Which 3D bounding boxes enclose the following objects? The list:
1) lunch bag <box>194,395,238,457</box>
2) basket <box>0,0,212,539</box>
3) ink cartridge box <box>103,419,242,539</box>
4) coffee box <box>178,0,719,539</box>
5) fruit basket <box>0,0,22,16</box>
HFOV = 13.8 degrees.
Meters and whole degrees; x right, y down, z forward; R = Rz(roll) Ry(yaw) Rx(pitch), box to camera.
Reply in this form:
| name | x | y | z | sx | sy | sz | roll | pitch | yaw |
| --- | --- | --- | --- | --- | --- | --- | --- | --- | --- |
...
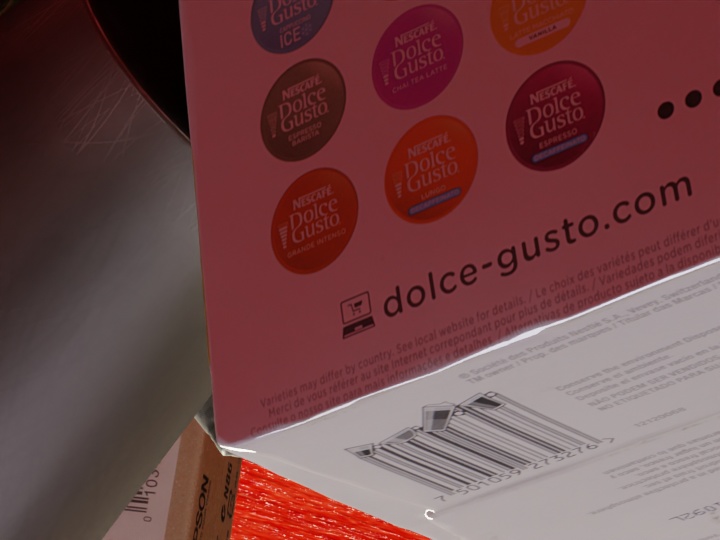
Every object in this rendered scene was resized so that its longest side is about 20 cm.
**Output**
| name | x | y | z | sx | sy | sz | roll | pitch | yaw |
| --- | --- | --- | --- | --- | --- | --- | --- | --- | --- |
| lunch bag | 0.000 | 0.000 | 1.057 | 0.118 | 0.164 | 0.200 | -47 | 144 | 15 |
| basket | -0.110 | 0.009 | 0.927 | 0.200 | 0.180 | 0.136 | -42 | 168 | 19 |
| ink cartridge box | -0.137 | 0.065 | 1.366 | 0.165 | 0.200 | 0.075 | 4 | 162 | 13 |
| coffee box | 0.086 | -0.040 | 0.852 | 0.200 | 0.198 | 0.200 | -22 | 150 | 29 |
| fruit basket | -0.164 | -0.132 | 0.974 | 0.200 | 0.094 | 0.185 | 37 | 150 | -28 |
